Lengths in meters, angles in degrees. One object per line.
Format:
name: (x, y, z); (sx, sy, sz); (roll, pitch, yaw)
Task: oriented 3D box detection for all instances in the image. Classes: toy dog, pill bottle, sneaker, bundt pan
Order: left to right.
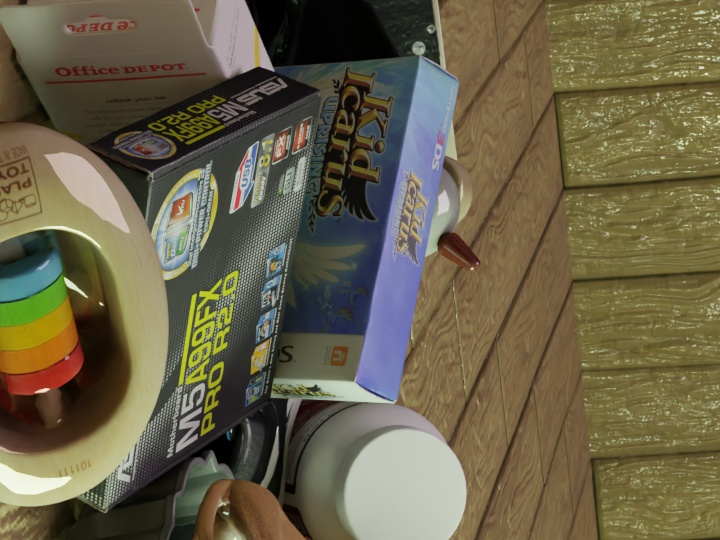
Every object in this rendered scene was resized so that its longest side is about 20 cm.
bundt pan: (-0.116, 0.205, 1.295); (0.202, 0.075, 0.204); (-5, 90, -78)
sneaker: (-0.079, 0.070, 1.509); (0.112, 0.072, 0.202); (57, 33, -68)
pill bottle: (-0.001, 0.145, 1.576); (0.200, 0.112, 0.114); (179, -94, -72)
toy dog: (0.000, 0.000, 1.442); (0.131, 0.200, 0.097); (-5, 55, -49)

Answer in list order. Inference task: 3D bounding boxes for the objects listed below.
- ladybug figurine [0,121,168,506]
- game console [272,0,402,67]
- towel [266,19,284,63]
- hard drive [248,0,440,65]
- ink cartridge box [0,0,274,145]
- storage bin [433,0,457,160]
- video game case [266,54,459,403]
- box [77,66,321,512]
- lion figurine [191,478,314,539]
ladybug figurine: (-0.161, 0.014, 1.075); (0.072, 0.135, 0.201); (42, -36, 53)
game console: (0.008, -0.150, 1.523); (0.176, 0.116, 0.200); (-56, 172, -32)
towel: (-0.042, -0.175, 1.644); (0.201, 0.024, 0.147); (-63, 176, 15)
hard drive: (-0.019, -0.232, 1.718); (0.038, 0.138, 0.202); (-100, 180, -70)
ink cartridge box: (-0.116, -0.113, 1.293); (0.200, 0.116, 0.068); (68, 24, -56)
storage bin: (0.009, -0.189, 1.858); (0.199, 0.093, 0.202); (-108, -172, -70)
video game case: (-0.042, -0.025, 1.382); (0.045, 0.180, 0.202); (28, 68, -49)
box: (-0.094, 0.007, 1.232); (0.160, 0.044, 0.201); (-32, 138, -54)
lion figurine: (-0.048, 0.167, 1.286); (0.201, 0.072, 0.123); (67, 15, -45)
